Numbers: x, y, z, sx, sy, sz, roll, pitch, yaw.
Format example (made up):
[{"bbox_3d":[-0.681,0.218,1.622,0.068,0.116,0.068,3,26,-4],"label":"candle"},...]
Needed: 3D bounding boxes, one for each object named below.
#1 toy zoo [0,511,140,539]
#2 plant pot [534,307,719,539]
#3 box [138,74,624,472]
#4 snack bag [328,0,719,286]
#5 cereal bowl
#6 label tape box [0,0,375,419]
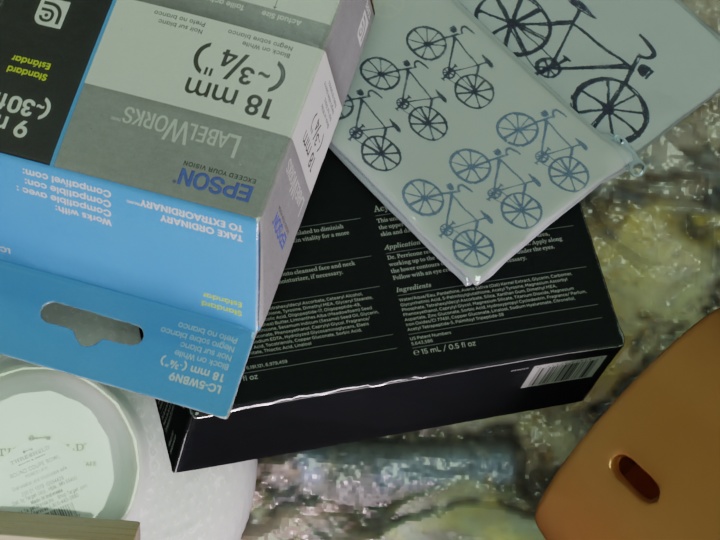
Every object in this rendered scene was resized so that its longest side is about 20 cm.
[{"bbox_3d":[-0.163,0.198,1.147,0.131,0.020,0.200,4,118,5],"label":"toy zoo"},{"bbox_3d":[0.175,0.111,1.144,0.140,0.200,0.200,43,86,16],"label":"plant pot"},{"bbox_3d":[0.000,0.000,1.142,0.200,0.079,0.141,-8,69,-15],"label":"box"},{"bbox_3d":[0.058,-0.107,1.154,0.200,0.021,0.189,-35,71,-26],"label":"snack bag"},{"bbox_3d":[-0.147,0.088,1.168,0.200,0.083,0.200,0,88,-4],"label":"cereal bowl"},{"bbox_3d":[-0.093,-0.055,1.072,0.144,0.063,0.200,15,70,12],"label":"label tape box"}]
